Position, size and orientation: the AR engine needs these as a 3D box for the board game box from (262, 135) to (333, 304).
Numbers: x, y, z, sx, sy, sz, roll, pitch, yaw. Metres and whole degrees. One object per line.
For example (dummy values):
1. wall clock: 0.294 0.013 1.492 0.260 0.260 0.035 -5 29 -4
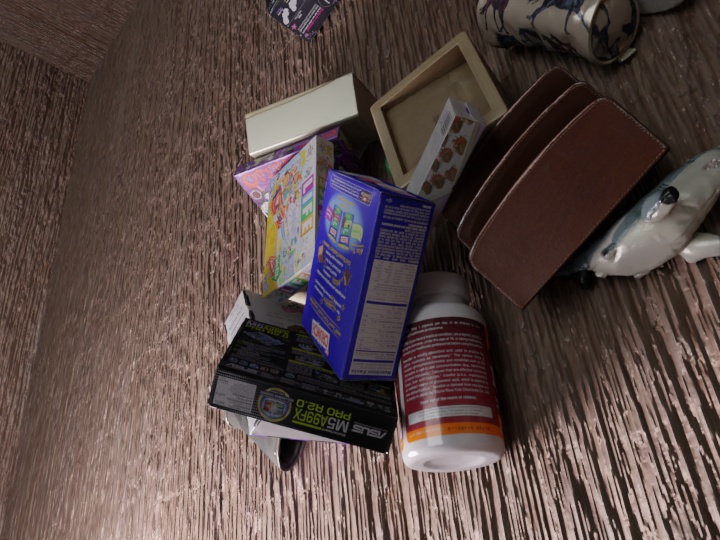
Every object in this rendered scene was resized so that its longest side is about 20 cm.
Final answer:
1. board game box: -0.089 -0.072 0.866 0.133 0.034 0.205 -32 49 43

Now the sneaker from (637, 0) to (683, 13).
1. sneaker: 0.296 -0.352 0.680 0.089 0.075 0.200 -51 38 3

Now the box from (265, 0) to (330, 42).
1. box: -0.129 -0.607 1.275 0.132 0.113 0.203 -45 43 29

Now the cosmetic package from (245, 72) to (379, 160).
1. cosmetic package: -0.075 -0.230 0.963 0.195 0.103 0.075 -15 76 20

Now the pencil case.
1. pencil case: 0.230 -0.296 0.718 0.079 0.089 0.199 -54 40 2

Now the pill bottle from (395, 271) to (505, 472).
1. pill bottle: 0.093 0.111 0.678 0.112 0.111 0.205 -29 53 39

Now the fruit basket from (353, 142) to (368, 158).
1. fruit basket: -0.080 -0.194 1.070 0.200 0.093 0.187 47 112 33

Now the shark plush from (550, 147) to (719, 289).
1. shark plush: 0.272 -0.033 0.595 0.201 0.089 0.085 124 166 -49

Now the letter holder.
1. letter holder: 0.180 -0.092 0.618 0.141 0.100 0.201 40 111 4

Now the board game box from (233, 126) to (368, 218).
1. board game box: -0.091 -0.146 0.968 0.195 0.121 0.033 -15 41 25

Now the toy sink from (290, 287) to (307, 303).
1. toy sink: -0.043 -0.032 0.912 0.198 0.110 0.134 -19 60 51

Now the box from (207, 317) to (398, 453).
1. box: -0.057 0.124 0.686 0.161 0.194 0.045 -92 19 -76

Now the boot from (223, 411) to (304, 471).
1. boot: -0.153 0.201 0.975 0.198 0.071 0.188 7 93 58

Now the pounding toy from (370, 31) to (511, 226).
1. pounding toy: 0.106 -0.168 0.794 0.198 0.141 0.188 -33 50 23

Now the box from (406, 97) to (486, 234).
1. box: 0.079 -0.094 0.687 0.042 0.038 0.203 -95 23 -49

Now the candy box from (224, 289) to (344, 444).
1. candy box: -0.089 0.133 0.845 0.072 0.165 0.202 -54 39 24

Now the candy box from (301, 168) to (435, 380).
1. candy box: 0.000 0.000 0.702 0.169 0.075 0.206 -142 62 -63
